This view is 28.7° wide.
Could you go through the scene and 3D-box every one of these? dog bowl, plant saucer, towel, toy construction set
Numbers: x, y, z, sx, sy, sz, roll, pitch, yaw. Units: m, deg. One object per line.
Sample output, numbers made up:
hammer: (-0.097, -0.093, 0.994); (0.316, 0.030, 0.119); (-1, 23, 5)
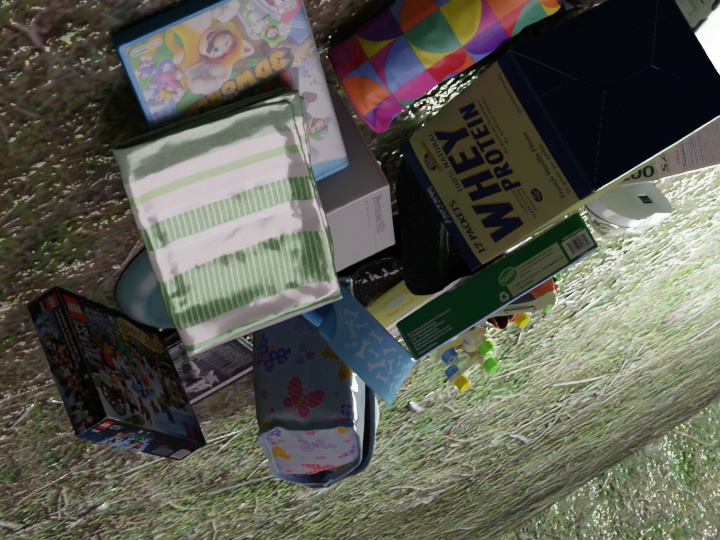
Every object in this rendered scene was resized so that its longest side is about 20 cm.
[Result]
dog bowl: (-0.026, 0.039, 1.325); (0.050, 0.200, 0.111); (-46, 161, -1)
plant saucer: (-0.145, 0.002, 1.385); (0.198, 0.028, 0.201); (-24, 157, -11)
towel: (-0.097, -0.035, 1.112); (0.151, 0.023, 0.202); (-20, 127, -11)
toy construction set: (0.177, 0.049, 1.713); (0.200, 0.092, 0.132); (-45, 159, -28)

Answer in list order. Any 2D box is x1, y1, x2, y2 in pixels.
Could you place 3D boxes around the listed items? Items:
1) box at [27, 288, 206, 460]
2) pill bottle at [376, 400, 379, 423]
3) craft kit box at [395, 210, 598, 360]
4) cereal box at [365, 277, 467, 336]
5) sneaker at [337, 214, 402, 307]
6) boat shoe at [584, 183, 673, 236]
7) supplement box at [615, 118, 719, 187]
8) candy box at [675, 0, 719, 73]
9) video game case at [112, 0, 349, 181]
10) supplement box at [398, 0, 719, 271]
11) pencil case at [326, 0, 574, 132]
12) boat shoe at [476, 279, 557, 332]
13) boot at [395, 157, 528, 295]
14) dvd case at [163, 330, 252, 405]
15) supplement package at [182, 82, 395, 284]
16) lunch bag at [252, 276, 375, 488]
box: (-0.231, 0.104, 1.355); (0.037, 0.138, 0.200); (-30, 159, 11)
pill bottle: (-0.053, 0.163, 1.731); (0.111, 0.113, 0.200); (-30, 158, 5)
craft kit box: (0.133, 0.016, 1.367); (0.199, 0.049, 0.197); (-32, 174, 3)
cereal box: (0.075, 0.028, 1.627); (0.143, 0.040, 0.200); (-36, 172, 20)
sneaker: (0.001, 0.003, 1.523); (0.198, 0.061, 0.105); (-18, 156, -13)
boat shoe: (0.314, -0.070, 1.726); (0.070, 0.071, 0.199); (-43, 160, 28)
supplement box: (0.343, -0.142, 1.526); (0.198, 0.075, 0.126); (-14, -176, -32)
candy box: (0.345, -0.244, 1.373); (0.166, 0.072, 0.200); (-13, 154, -33)
video game case: (-0.094, -0.127, 1.083); (0.142, 0.018, 0.201); (-26, 137, -8)
supplement box: (0.179, -0.127, 1.241); (0.199, 0.135, 0.200); (-29, 176, -32)
pencil case: (0.071, -0.196, 1.138); (0.199, 0.089, 0.088); (-31, 158, 11)
boat shoe: (0.147, 0.035, 1.550); (0.071, 0.063, 0.200); (-28, 178, -33)
boot: (0.116, -0.074, 1.455); (0.199, 0.065, 0.167); (-21, 121, -50)
dvd case: (-0.196, 0.111, 1.569); (0.148, 0.016, 0.200); (-29, 159, 4)
supplement package: (-0.083, -0.051, 1.219); (0.198, 0.118, 0.117); (-26, 155, -7)
lunch bag: (-0.046, 0.120, 1.467); (0.125, 0.172, 0.201); (-2, 154, 0)
